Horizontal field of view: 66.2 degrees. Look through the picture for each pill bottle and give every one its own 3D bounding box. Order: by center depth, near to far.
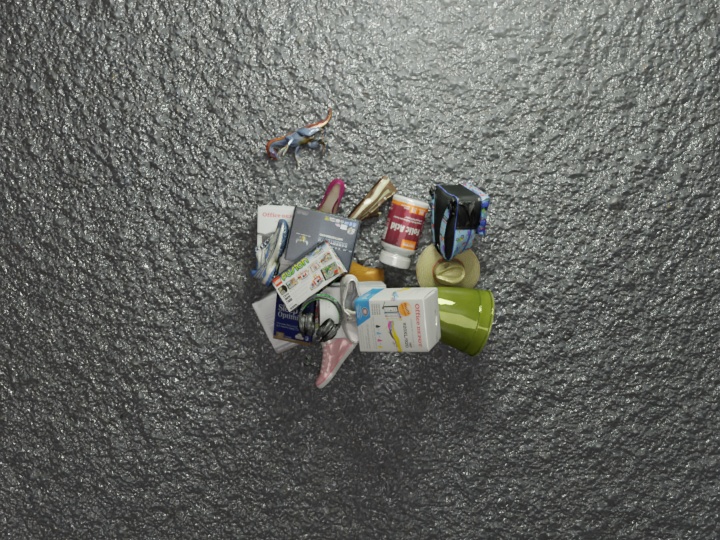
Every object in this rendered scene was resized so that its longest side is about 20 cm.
[{"bbox_3d":[0.125,-0.115,1.644,0.113,0.114,0.203,15,99,-1],"label":"pill bottle"}]

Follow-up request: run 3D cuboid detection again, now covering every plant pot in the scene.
[{"bbox_3d":[0.264,0.131,1.627,0.190,0.200,0.203,15,100,-7],"label":"plant pot"}]

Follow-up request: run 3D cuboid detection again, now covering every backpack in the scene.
[{"bbox_3d":[0.281,-0.137,1.608,0.133,0.183,0.203,-5,113,-14],"label":"backpack"}]

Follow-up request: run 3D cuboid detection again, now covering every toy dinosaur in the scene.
[{"bbox_3d":[-0.187,-0.386,1.648,0.179,0.105,0.202,8,63,13],"label":"toy dinosaur"}]

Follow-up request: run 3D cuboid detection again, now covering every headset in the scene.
[{"bbox_3d":[-0.123,0.166,1.547,0.122,0.094,0.202,17,109,-2],"label":"headset"}]

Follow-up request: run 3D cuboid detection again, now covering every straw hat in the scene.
[{"bbox_3d":[0.270,0.005,1.674,0.198,0.085,0.204,0,100,1],"label":"straw hat"}]

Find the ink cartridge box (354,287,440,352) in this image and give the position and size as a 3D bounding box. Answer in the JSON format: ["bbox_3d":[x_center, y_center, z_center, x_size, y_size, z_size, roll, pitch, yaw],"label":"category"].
[{"bbox_3d":[0.106,0.133,1.509,0.197,0.144,0.149,-3,99,23],"label":"ink cartridge box"}]

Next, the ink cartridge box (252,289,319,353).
[{"bbox_3d":[-0.205,0.134,1.710,0.198,0.084,0.177,-23,100,5],"label":"ink cartridge box"}]

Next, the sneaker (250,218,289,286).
[{"bbox_3d":[-0.268,-0.058,1.601,0.084,0.077,0.202,20,100,2],"label":"sneaker"}]

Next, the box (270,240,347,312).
[{"bbox_3d":[-0.147,0.017,1.569,0.199,0.035,0.111,-35,80,10],"label":"box"}]

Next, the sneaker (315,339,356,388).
[{"bbox_3d":[-0.101,0.264,1.733,0.104,0.075,0.201,37,91,-9],"label":"sneaker"}]

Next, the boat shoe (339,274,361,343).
[{"bbox_3d":[-0.023,0.115,1.564,0.070,0.069,0.203,-10,100,-8],"label":"boat shoe"}]

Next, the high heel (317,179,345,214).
[{"bbox_3d":[-0.097,-0.177,1.649,0.067,0.096,0.202,28,99,-3],"label":"high heel"}]

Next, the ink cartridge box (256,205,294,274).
[{"bbox_3d":[-0.237,-0.091,1.674,0.143,0.084,0.203,3,100,1],"label":"ink cartridge box"}]

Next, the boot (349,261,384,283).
[{"bbox_3d":[0.000,0.001,1.697,0.142,0.071,0.204,-8,102,-3],"label":"boot"}]

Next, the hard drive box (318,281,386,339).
[{"bbox_3d":[-0.026,0.116,1.638,0.197,0.077,0.158,0,99,-8],"label":"hard drive box"}]

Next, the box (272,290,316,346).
[{"bbox_3d":[-0.192,0.116,1.631,0.119,0.032,0.203,10,105,10],"label":"box"}]

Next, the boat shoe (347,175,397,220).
[{"bbox_3d":[0.032,-0.185,1.657,0.075,0.075,0.203,41,98,-11],"label":"boat shoe"}]

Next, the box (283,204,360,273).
[{"bbox_3d":[-0.111,-0.091,1.609,0.197,0.051,0.160,13,101,-5],"label":"box"}]
